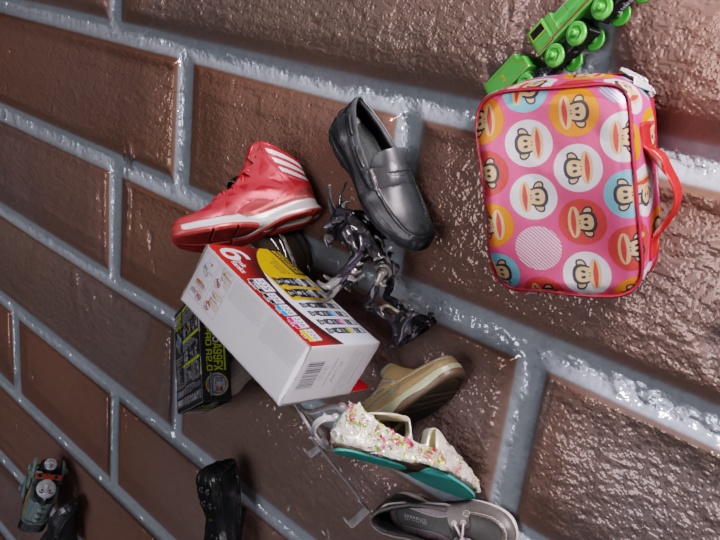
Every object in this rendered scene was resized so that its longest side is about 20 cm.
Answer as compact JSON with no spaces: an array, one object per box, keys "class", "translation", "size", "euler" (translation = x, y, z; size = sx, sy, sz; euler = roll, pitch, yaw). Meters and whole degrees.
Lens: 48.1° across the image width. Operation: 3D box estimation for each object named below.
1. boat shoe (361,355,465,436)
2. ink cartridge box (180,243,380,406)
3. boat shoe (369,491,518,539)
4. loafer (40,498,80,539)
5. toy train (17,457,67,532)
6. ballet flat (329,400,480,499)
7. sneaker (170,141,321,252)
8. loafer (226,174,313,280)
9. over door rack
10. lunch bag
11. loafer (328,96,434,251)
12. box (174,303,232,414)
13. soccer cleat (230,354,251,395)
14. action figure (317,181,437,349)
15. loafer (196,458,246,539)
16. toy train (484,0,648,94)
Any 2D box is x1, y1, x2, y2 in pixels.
[{"class":"boat shoe","translation":[0.047,0.145,0.973],"size":[0.200,0.071,0.077],"euler":[-45,51,40]},{"class":"ink cartridge box","translation":[-0.084,0.060,0.970],"size":[0.200,0.175,0.084],"euler":[41,110,29]},{"class":"boat shoe","translation":[0.094,0.308,0.963],"size":[0.199,0.057,0.068],"euler":[-6,95,46]},{"class":"loafer","translation":[-0.650,0.573,1.770],"size":[0.070,0.068,0.201],"euler":[38,123,7]},{"class":"toy train","translation":[-0.704,0.493,1.777],"size":[0.200,0.085,0.115],"euler":[-52,35,41]},{"class":"ballet flat","translation":[0.058,0.202,0.916],"size":[0.076,0.199,0.064],"euler":[-29,41,56]},{"class":"sneaker","translation":[-0.158,-0.097,1.041],"size":[0.078,0.198,0.116],"euler":[-49,58,57]},{"class":"loafer","translation":[-0.132,-0.047,1.103],"size":[0.073,0.071,0.201],"euler":[-43,68,42]},{"class":"over door rack","translation":[-0.041,0.204,1.024],"size":[0.148,0.066,0.201],"euler":[49,161,49]},{"class":"lunch bag","translation":[0.200,-0.077,0.734],"size":[0.175,0.082,0.202],"euler":[4,109,35]},{"class":"loafer","translation":[0.027,-0.112,0.929],"size":[0.202,0.068,0.071],"euler":[60,141,22]},{"class":"box","translation":[-0.237,0.125,1.200],"size":[0.200,0.044,0.162],"euler":[146,122,-63]},{"class":"soccer cleat","translation":[-0.159,0.127,1.179],"size":[0.201,0.077,0.070],"euler":[114,162,-48]},{"class":"action figure","translation":[0.000,0.000,0.949],"size":[0.102,0.119,0.201],"euler":[-36,80,26]},{"class":"loafer","translation":[-0.209,0.396,1.273],"size":[0.068,0.070,0.203],"euler":[8,109,43]},{"class":"toy train","translation":[0.192,-0.220,0.761],"size":[0.200,0.041,0.057],"euler":[-45,57,41]}]
